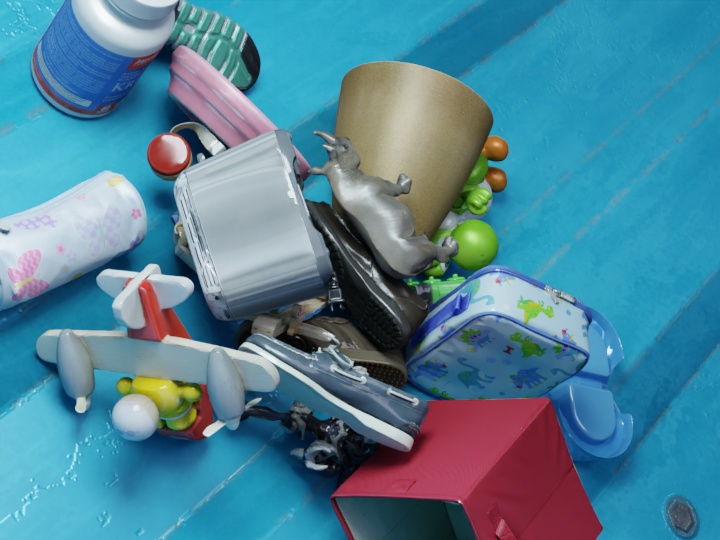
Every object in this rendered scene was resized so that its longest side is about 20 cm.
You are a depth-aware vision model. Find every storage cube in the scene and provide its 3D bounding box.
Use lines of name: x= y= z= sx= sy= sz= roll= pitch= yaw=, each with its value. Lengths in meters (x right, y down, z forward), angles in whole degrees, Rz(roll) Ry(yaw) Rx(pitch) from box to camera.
storage cube: x=0.110 y=0.247 z=1.490 sx=0.180 sy=0.200 sz=0.171 roll=-41 pitch=114 yaw=-41

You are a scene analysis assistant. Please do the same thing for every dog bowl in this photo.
dog bowl: x=0.266 y=0.140 z=1.768 sx=0.111 sy=0.050 sz=0.200 roll=13 pitch=58 yaw=-28

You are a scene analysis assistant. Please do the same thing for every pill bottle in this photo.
pill bottle: x=-0.263 y=-0.256 z=1.537 sx=0.112 sy=0.200 sz=0.112 roll=15 pitch=58 yaw=-26

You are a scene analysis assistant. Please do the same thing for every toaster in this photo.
toaster: x=-0.104 y=-0.034 z=1.452 sx=0.129 sy=0.114 sz=0.200 roll=-18 pitch=76 yaw=-1

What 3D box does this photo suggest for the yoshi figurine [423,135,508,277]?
yoshi figurine: x=0.140 y=-0.066 z=1.765 sx=0.112 sy=0.112 sz=0.200 roll=40 pitch=52 yaw=-17

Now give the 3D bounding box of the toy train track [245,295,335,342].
toy train track: x=-0.069 y=0.036 z=1.545 sx=0.115 sy=0.033 sz=0.200 roll=15 pitch=12 yaw=13

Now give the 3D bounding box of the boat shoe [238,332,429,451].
boat shoe: x=-0.024 y=0.109 z=1.447 sx=0.200 sy=0.075 sz=0.062 roll=28 pitch=72 yaw=-3

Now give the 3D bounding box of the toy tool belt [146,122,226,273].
toy tool belt: x=-0.152 y=-0.056 z=1.575 sx=0.125 sy=0.123 sz=0.200 roll=-43 pitch=84 yaw=-9

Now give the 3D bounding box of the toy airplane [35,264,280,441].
toy airplane: x=-0.197 y=0.093 z=1.386 sx=0.199 sy=0.200 sz=0.141 roll=33 pitch=55 yaw=-15

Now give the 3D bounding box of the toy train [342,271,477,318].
toy train: x=0.074 y=0.029 z=1.675 sx=0.200 sy=0.056 sz=0.042 roll=-6 pitch=90 yaw=-24

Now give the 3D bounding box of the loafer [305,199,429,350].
loafer: x=0.000 y=0.000 z=1.600 sx=0.071 sy=0.073 sz=0.200 roll=-26 pitch=71 yaw=-39

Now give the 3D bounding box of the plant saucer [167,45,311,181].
plant saucer: x=-0.141 y=-0.160 z=1.599 sx=0.201 sy=0.201 sz=0.051 roll=44 pitch=87 yaw=-5

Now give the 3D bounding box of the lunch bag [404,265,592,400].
lunch bag: x=0.148 y=0.079 z=1.623 sx=0.161 sy=0.200 sz=0.083 roll=24 pitch=53 yaw=-20

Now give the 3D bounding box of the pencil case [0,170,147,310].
pencil case: x=-0.309 y=-0.031 z=1.457 sx=0.200 sy=0.083 sz=0.091 roll=-27 pitch=103 yaw=-41

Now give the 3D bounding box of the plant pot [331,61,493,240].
plant pot: x=0.039 y=-0.109 z=1.690 sx=0.186 sy=0.186 sz=0.200 roll=25 pitch=68 yaw=-20

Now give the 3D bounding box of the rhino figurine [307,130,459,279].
rhino figurine: x=0.014 y=-0.075 z=1.565 sx=0.200 sy=0.060 sz=0.087 roll=52 pitch=45 yaw=6

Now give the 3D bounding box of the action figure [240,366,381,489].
action figure: x=-0.040 y=0.157 z=1.520 sx=0.200 sy=0.102 sz=0.119 roll=27 pitch=67 yaw=-18

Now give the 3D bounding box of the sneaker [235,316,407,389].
sneaker: x=-0.046 y=0.084 z=1.594 sx=0.200 sy=0.070 sz=0.076 roll=19 pitch=29 yaw=-21

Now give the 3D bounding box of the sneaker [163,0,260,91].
sneaker: x=-0.202 y=-0.277 z=1.682 sx=0.200 sy=0.087 sz=0.074 roll=34 pitch=83 yaw=-41
